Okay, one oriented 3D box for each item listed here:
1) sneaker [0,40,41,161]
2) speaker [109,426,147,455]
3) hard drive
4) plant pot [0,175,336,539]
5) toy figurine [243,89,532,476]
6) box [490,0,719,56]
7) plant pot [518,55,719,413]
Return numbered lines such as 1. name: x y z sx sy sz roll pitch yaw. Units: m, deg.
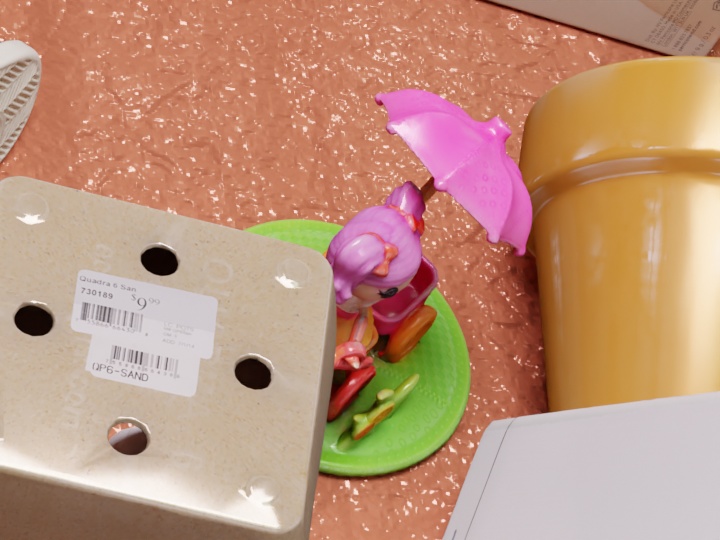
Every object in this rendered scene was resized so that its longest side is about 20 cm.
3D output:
1. sneaker: -0.235 -0.069 1.297 0.084 0.075 0.200 29 37 21
2. speaker: -0.108 0.164 1.171 0.081 0.081 0.200 26 49 -5
3. hard drive: 0.105 0.119 1.205 0.027 0.200 0.132 36 63 -28
4. plant pot: -0.103 0.081 1.071 0.200 0.177 0.200 14 50 -8
5. toy figurine: 0.000 0.000 1.277 0.150 0.184 0.200 43 50 10
6. box: 0.118 -0.198 1.553 0.200 0.078 0.095 14 51 -15
7. plant pot: 0.168 0.022 1.351 0.200 0.200 0.183 15 67 -14
